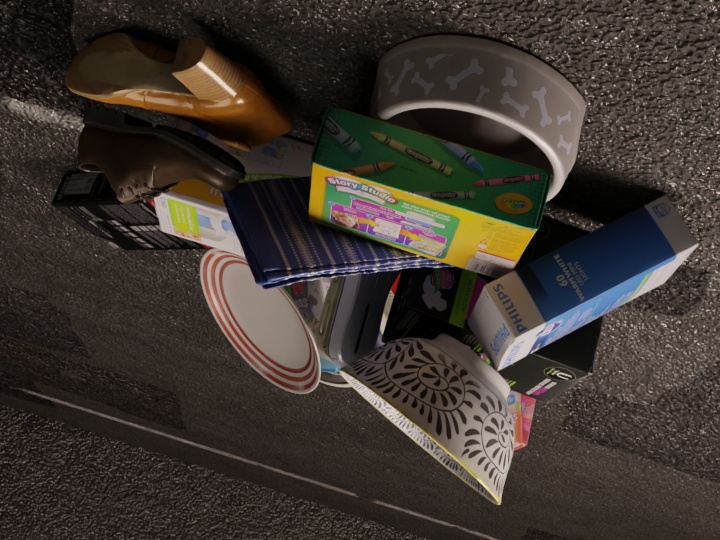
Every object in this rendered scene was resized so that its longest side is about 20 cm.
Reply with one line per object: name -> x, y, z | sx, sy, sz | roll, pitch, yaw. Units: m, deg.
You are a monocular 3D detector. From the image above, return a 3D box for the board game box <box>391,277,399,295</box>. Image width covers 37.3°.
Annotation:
board game box -> -0.051, 0.025, 1.400 | 0.150, 0.047, 0.200 | 22, 157, -12

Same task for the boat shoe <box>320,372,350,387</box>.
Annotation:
boat shoe -> -0.073, 0.075, 1.314 | 0.200, 0.072, 0.061 | 31, 166, 34

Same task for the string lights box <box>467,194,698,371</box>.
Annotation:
string lights box -> 0.204, 0.014, 0.996 | 0.198, 0.059, 0.103 | -25, 162, -14

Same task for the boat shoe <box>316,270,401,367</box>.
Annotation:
boat shoe -> 0.000, 0.000, 1.113 | 0.072, 0.202, 0.062 | 21, 178, -42

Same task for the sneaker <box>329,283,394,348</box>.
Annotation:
sneaker -> -0.007, 0.044, 1.283 | 0.084, 0.075, 0.202 | -18, 112, 18

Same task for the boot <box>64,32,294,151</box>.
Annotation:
boot -> -0.173, -0.161, 1.021 | 0.199, 0.072, 0.144 | 4, 159, 34

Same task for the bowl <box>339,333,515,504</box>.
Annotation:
bowl -> 0.083, 0.124, 1.030 | 0.200, 0.095, 0.201 | 39, 172, 6

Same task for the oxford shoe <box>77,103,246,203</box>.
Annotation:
oxford shoe -> -0.194, -0.099, 1.031 | 0.198, 0.086, 0.072 | 17, 180, 31

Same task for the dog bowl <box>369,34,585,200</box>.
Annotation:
dog bowl -> 0.097, -0.119, 0.928 | 0.197, 0.059, 0.201 | 15, 158, 6

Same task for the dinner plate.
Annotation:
dinner plate -> -0.112, 0.055, 1.232 | 0.199, 0.024, 0.202 | 33, 143, 29

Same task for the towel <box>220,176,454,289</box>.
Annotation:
towel -> -0.022, -0.042, 1.009 | 0.197, 0.145, 0.024 | -6, 132, -23

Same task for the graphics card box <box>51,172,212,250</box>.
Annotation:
graphics card box -> -0.275, -0.074, 1.332 | 0.198, 0.051, 0.125 | -1, 152, 37

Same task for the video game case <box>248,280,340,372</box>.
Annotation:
video game case -> -0.092, 0.018, 1.260 | 0.142, 0.203, 0.018 | -1, -166, 41

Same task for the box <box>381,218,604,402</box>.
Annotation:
box -> 0.144, 0.026, 1.112 | 0.198, 0.150, 0.124 | 21, 157, -5

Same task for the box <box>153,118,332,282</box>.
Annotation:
box -> -0.106, -0.077, 1.124 | 0.197, 0.103, 0.113 | 17, 159, 1

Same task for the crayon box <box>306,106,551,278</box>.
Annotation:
crayon box -> 0.054, -0.064, 0.933 | 0.197, 0.059, 0.119 | 17, 158, 1

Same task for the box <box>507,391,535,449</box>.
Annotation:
box -> 0.181, 0.224, 1.631 | 0.101, 0.096, 0.200 | 20, 159, -7
